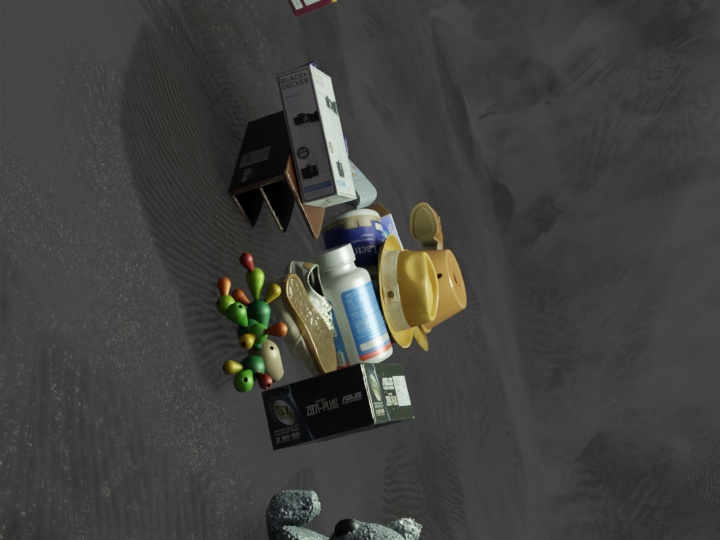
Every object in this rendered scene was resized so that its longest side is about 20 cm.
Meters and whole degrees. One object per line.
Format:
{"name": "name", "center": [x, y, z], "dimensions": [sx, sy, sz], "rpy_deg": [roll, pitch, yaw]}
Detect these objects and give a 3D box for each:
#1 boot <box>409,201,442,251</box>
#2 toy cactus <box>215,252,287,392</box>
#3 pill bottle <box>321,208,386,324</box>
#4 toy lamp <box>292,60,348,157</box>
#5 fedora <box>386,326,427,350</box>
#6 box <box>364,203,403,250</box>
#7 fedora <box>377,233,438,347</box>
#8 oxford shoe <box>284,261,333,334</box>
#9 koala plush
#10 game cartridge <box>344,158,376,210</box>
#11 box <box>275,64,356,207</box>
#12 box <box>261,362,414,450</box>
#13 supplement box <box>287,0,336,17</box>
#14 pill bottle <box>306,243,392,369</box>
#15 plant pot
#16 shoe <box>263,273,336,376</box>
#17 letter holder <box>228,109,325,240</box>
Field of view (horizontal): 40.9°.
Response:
{"name": "boot", "center": [0.171, -0.132, 2.525], "dimensions": [0.156, 0.072, 0.203], "rpy_deg": [-85, 164, -49]}
{"name": "toy cactus", "center": [-0.137, 0.091, 1.325], "dimensions": [0.166, 0.100, 0.203], "rpy_deg": [69, 6, -49]}
{"name": "pill bottle", "center": [0.000, 0.000, 1.775], "dimensions": [0.115, 0.114, 0.204], "rpy_deg": [26, 49, -67]}
{"name": "toy lamp", "center": [-0.076, -0.312, 1.927], "dimensions": [0.058, 0.057, 0.203], "rpy_deg": [-62, 131, -66]}
{"name": "fedora", "center": [0.064, 0.086, 1.903], "dimensions": [0.204, 0.081, 0.201], "rpy_deg": [63, 6, -11]}
{"name": "box", "center": [0.056, -0.069, 2.041], "dimensions": [0.200, 0.041, 0.121], "rpy_deg": [-129, -162, -76]}
{"name": "fedora", "center": [0.091, 0.033, 1.711], "dimensions": [0.200, 0.080, 0.206], "rpy_deg": [-8, 90, -72]}
{"name": "oxford shoe", "center": [-0.072, 0.080, 1.574], "dimensions": [0.075, 0.057, 0.204], "rpy_deg": [-14, 90, -75]}
{"name": "koala plush", "center": [-0.019, 0.378, 1.221], "dimensions": [0.178, 0.196, 0.187], "rpy_deg": [-60, 131, -68]}
{"name": "game cartridge", "center": [-0.055, -0.196, 1.773], "dimensions": [0.200, 0.042, 0.133], "rpy_deg": [46, 21, 4]}
{"name": "box", "center": [-0.068, -0.206, 1.503], "dimensions": [0.116, 0.059, 0.205], "rpy_deg": [2, 75, -75]}
{"name": "box", "center": [-0.028, 0.198, 1.422], "dimensions": [0.199, 0.161, 0.088], "rpy_deg": [16, 59, -69]}
{"name": "supplement box", "center": [-0.115, -0.656, 2.038], "dimensions": [0.203, 0.101, 0.132], "rpy_deg": [-87, 154, -46]}
{"name": "pill bottle", "center": [-0.024, 0.063, 1.648], "dimensions": [0.112, 0.110, 0.204], "rpy_deg": [-32, 106, -72]}
{"name": "plant pot", "center": [0.155, 0.037, 2.198], "dimensions": [0.200, 0.137, 0.204], "rpy_deg": [-18, 90, -73]}
{"name": "shoe", "center": [-0.091, 0.092, 1.507], "dimensions": [0.203, 0.052, 0.070], "rpy_deg": [66, 29, -26]}
{"name": "letter holder", "center": [-0.123, -0.142, 1.546], "dimensions": [0.202, 0.099, 0.144], "rpy_deg": [-84, 154, -51]}
